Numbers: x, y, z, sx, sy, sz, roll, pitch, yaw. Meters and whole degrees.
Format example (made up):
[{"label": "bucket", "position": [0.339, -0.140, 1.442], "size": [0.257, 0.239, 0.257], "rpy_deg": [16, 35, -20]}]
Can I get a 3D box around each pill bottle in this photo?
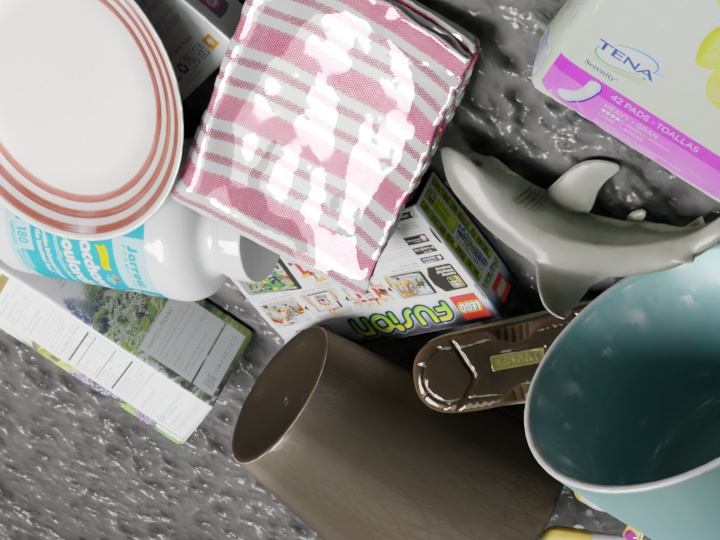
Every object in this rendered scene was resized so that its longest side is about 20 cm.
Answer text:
[{"label": "pill bottle", "position": [-0.153, -0.041, 1.220], "size": [0.198, 0.111, 0.111], "rpy_deg": [9, 140, 25]}]

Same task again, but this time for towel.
[{"label": "towel", "position": [-0.026, -0.089, 1.090], "size": [0.145, 0.030, 0.201], "rpy_deg": [26, 121, 1]}]

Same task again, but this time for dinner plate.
[{"label": "dinner plate", "position": [-0.193, -0.116, 1.137], "size": [0.198, 0.024, 0.202], "rpy_deg": [14, 121, 24]}]

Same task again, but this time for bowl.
[{"label": "bowl", "position": [0.209, 0.089, 1.060], "size": [0.199, 0.202, 0.105], "rpy_deg": [-10, 128, 40]}]

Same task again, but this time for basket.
[{"label": "basket", "position": [0.017, 0.141, 1.273], "size": [0.199, 0.136, 0.181], "rpy_deg": [34, 112, -20]}]

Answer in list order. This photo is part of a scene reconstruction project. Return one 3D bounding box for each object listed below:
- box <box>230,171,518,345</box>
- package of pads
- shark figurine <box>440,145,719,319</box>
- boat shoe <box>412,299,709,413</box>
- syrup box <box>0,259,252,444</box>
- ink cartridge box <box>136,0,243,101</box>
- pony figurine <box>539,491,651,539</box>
[{"label": "box", "position": [0.000, 0.000, 1.233], "size": [0.199, 0.035, 0.110], "rpy_deg": [-12, 128, 42]}, {"label": "package of pads", "position": [0.207, -0.111, 0.937], "size": [0.199, 0.069, 0.155], "rpy_deg": [30, 144, -3]}, {"label": "shark figurine", "position": [0.152, -0.010, 1.082], "size": [0.212, 0.090, 0.129], "rpy_deg": [6, 140, 30]}, {"label": "boat shoe", "position": [0.137, 0.055, 1.190], "size": [0.197, 0.076, 0.073], "rpy_deg": [-2, 94, 15]}, {"label": "syrup box", "position": [-0.192, 0.038, 1.368], "size": [0.199, 0.079, 0.081], "rpy_deg": [33, 144, -7]}, {"label": "ink cartridge box", "position": [-0.168, -0.192, 1.114], "size": [0.199, 0.037, 0.094], "rpy_deg": [37, 143, -16]}, {"label": "pony figurine", "position": [0.240, 0.178, 1.188], "size": [0.191, 0.169, 0.200], "rpy_deg": [2, 180, -20]}]
